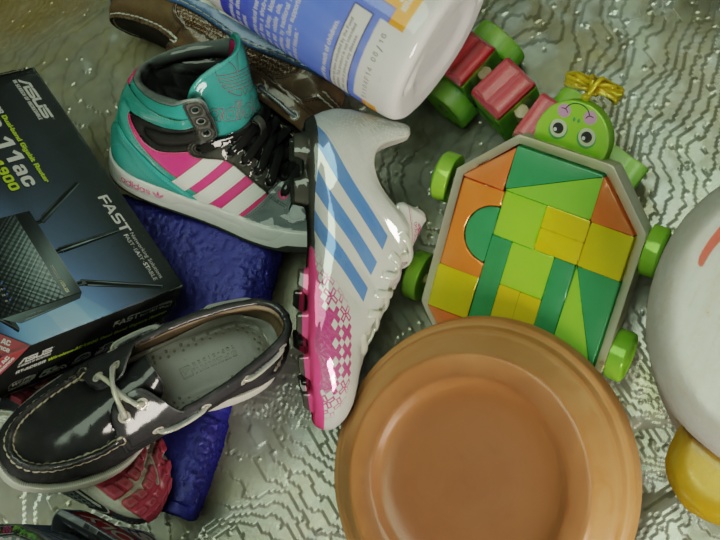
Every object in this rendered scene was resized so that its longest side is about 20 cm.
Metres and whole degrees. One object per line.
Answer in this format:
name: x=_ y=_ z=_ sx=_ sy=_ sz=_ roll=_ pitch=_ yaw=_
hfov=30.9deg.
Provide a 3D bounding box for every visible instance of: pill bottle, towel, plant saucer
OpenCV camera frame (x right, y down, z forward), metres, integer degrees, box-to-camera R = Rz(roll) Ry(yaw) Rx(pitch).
pill bottle: x=-0.029 y=-0.192 z=0.810 sx=0.199 sy=0.112 sz=0.113 roll=34 pitch=87 yaw=9
towel: x=-0.144 y=0.058 z=0.897 sx=0.146 sy=0.050 sz=0.202 roll=16 pitch=81 yaw=14
plant saucer: x=0.070 y=0.129 z=0.795 sx=0.198 sy=0.037 sz=0.203 roll=-2 pitch=86 yaw=24

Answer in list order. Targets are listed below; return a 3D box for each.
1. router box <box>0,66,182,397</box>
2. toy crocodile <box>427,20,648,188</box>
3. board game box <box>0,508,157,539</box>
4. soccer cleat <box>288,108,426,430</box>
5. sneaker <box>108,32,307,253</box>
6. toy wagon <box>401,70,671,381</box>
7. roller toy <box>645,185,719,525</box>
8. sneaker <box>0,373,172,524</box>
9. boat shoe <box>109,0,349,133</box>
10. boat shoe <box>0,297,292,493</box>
router box: x=-0.230 y=-0.026 z=0.830 sx=0.201 sy=0.149 sz=0.062 roll=53 pitch=137 yaw=15
toy crocodile: x=0.101 y=-0.110 z=0.859 sx=0.200 sy=0.062 sz=0.068 roll=43 pitch=90 yaw=21
board game box: x=-0.127 y=0.201 z=0.769 sx=0.199 sy=0.200 sz=0.062 roll=28 pitch=85 yaw=20
soccer cleat: x=0.000 y=0.000 z=0.815 sx=0.085 sy=0.070 sz=0.202 roll=-1 pitch=95 yaw=-6
sneaker: x=-0.073 y=-0.092 z=0.858 sx=0.198 sy=0.121 sz=0.084 roll=16 pitch=45 yaw=7
toy wagon: x=0.113 y=-0.025 z=0.812 sx=0.154 sy=0.040 sz=0.202 roll=21 pitch=107 yaw=20
roller toy: x=0.252 y=0.037 z=0.735 sx=0.198 sy=0.140 sz=0.184 roll=-20 pitch=71 yaw=11
sneaker: x=-0.212 y=0.103 z=0.843 sx=0.199 sy=0.081 sz=0.075 roll=31 pitch=122 yaw=6
boat shoe: x=-0.102 y=-0.148 z=0.922 sx=0.198 sy=0.072 sz=0.073 roll=21 pitch=84 yaw=20
boat shoe: x=-0.129 y=0.072 z=0.794 sx=0.199 sy=0.060 sz=0.074 roll=-19 pitch=70 yaw=-27
